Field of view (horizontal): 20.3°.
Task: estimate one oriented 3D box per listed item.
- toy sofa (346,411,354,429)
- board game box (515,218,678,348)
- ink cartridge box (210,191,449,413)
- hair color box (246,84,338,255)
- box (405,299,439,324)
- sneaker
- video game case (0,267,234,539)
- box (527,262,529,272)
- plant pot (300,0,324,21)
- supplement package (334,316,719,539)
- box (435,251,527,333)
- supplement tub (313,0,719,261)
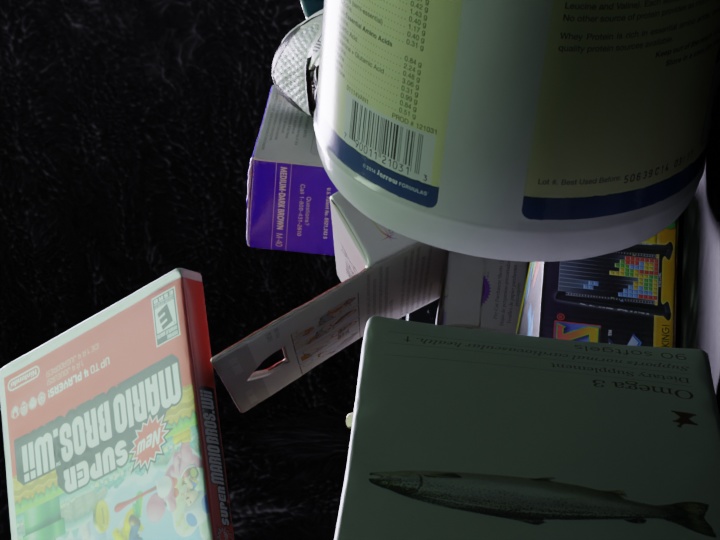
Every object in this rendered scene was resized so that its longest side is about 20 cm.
[{"bbox_3d":[0.058,0.165,1.078,0.083,0.098,0.200,15,-115,-46],"label":"toy sofa"},{"bbox_3d":[0.088,0.081,0.839,0.200,0.057,0.165,94,-176,-57],"label":"board game box"},{"bbox_3d":[0.000,0.000,1.014,0.045,0.176,0.200,61,175,9],"label":"ink cartridge box"},{"bbox_3d":[0.038,-0.053,1.185,0.109,0.200,0.065,-81,-5,-61],"label":"hair color box"},{"bbox_3d":[0.083,0.031,1.376,0.182,0.104,0.200,91,-174,-61],"label":"box"},{"bbox_3d":[0.001,-0.098,1.099,0.200,0.088,0.076,19,125,49],"label":"sneaker"},{"bbox_3d":[-0.117,0.116,0.958,0.017,0.143,0.200,16,-125,-45],"label":"video game case"},{"bbox_3d":[0.106,-0.005,1.020,0.160,0.049,0.200,-85,0,-49],"label":"box"},{"bbox_3d":[0.073,-0.185,1.148,0.135,0.200,0.200,-24,-46,-35],"label":"plant pot"},{"bbox_3d":[0.047,0.109,0.594,0.200,0.117,0.117,-81,-3,-66],"label":"supplement package"},{"bbox_3d":[0.059,0.027,1.040,0.200,0.039,0.041,87,-169,-80],"label":"box"},{"bbox_3d":[0.061,-0.120,0.697,0.145,0.145,0.200,-81,-3,-59],"label":"supplement tub"}]
